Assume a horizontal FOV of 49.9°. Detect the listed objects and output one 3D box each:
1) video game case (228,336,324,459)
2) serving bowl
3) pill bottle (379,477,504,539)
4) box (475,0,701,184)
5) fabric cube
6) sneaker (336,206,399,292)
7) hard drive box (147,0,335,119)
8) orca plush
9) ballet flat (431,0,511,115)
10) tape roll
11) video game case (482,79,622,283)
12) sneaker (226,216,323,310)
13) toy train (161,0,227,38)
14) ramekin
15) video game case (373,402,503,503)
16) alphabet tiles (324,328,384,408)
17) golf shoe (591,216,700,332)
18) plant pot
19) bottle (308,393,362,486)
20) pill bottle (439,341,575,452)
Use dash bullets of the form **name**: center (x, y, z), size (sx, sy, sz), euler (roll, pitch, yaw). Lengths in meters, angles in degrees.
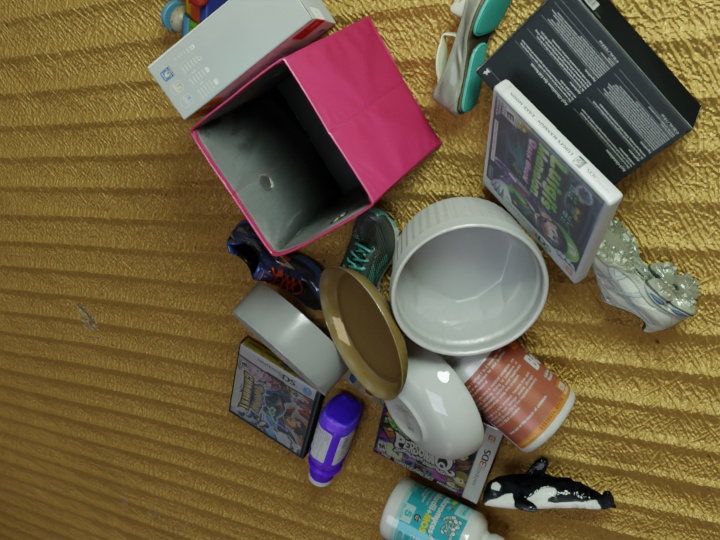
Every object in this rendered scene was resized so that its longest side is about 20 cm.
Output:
- **video game case**: center (-0.160, 0.241, 1.445), size (0.180, 0.025, 0.201), euler (29, 130, 15)
- **serving bowl**: center (0.086, 0.194, 1.115), size (0.200, 0.066, 0.201), euler (45, 155, 28)
- **pill bottle**: center (0.140, 0.443, 1.317), size (0.199, 0.111, 0.112), euler (21, 128, 21)
- **box**: center (0.249, -0.200, 0.852), size (0.200, 0.079, 0.141), euler (48, 131, -3)
- **fabric cube**: center (-0.052, -0.170, 0.992), size (0.195, 0.199, 0.201), euler (-24, 103, 40)
- **sneaker**: center (0.000, 0.000, 1.138), size (0.077, 0.091, 0.201), euler (25, 129, 17)
- **hard drive box**: center (-0.142, -0.282, 0.961), size (0.199, 0.156, 0.077), euler (-34, 98, 17)
- **orca plush**: center (0.282, 0.323, 1.174), size (0.199, 0.105, 0.072), euler (-8, 83, 40)
- **ballet flat**: center (0.125, -0.278, 0.896), size (0.064, 0.067, 0.201), euler (35, 132, 24)
- **tape roll**: center (-0.109, 0.108, 1.225), size (0.200, 0.066, 0.200), euler (41, 169, 9)
- **video game case**: center (0.208, -0.094, 0.881), size (0.182, 0.023, 0.200), euler (52, 169, 22)
- **sneaker**: center (-0.136, -0.001, 1.238), size (0.200, 0.078, 0.076), euler (38, 133, 7)
- **toy train**: center (-0.218, -0.396, 1.046), size (0.115, 0.084, 0.201), euler (35, 133, 28)
- **ramekin**: center (0.133, 0.001, 0.996), size (0.198, 0.105, 0.202), euler (-1, 123, -2)
- **video game case**: center (0.126, 0.271, 1.260), size (0.199, 0.036, 0.182), euler (24, 128, 17)
- **alphabet tiles**: center (0.025, 0.150, 1.276), size (0.199, 0.006, 0.167), euler (35, 132, 10)
- **golf shoe**: center (0.310, 0.004, 0.948), size (0.200, 0.078, 0.097), euler (41, 139, 6)
- **plant pot**: center (0.007, 0.082, 1.062), size (0.200, 0.027, 0.201), euler (46, 149, 37)
- **bottle**: center (-0.052, 0.310, 1.379), size (0.065, 0.084, 0.201), euler (29, 131, 14)
- **pill bottle**: center (0.193, 0.150, 1.091), size (0.200, 0.112, 0.112), euler (41, 133, 4)
